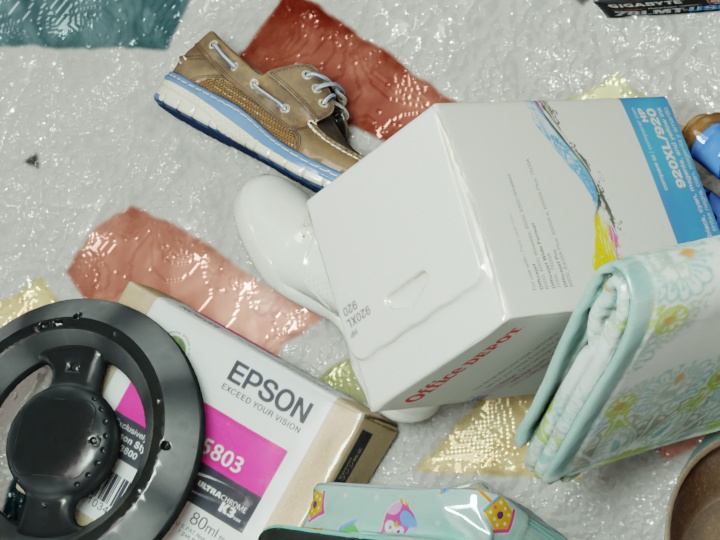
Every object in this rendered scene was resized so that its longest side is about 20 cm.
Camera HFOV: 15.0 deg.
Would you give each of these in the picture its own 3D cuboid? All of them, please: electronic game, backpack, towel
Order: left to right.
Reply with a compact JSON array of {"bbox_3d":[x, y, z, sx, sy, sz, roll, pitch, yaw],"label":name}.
[{"bbox_3d":[-0.194,0.114,1.793,0.199,0.042,0.201,-8,67,20],"label":"electronic game"},{"bbox_3d":[0.045,0.210,1.537,0.175,0.200,0.154,-4,52,40],"label":"backpack"},{"bbox_3d":[0.191,0.044,1.642,0.171,0.200,0.048,-16,60,-30],"label":"towel"}]

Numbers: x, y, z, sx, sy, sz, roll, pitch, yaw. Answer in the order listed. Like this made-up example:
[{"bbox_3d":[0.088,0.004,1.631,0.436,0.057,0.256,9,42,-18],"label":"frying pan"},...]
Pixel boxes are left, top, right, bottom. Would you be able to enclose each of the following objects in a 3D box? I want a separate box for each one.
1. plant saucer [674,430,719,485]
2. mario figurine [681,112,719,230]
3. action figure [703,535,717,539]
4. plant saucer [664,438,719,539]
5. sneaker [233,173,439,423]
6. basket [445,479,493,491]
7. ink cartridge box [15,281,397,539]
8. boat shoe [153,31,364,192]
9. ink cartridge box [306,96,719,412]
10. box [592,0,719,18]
[{"bbox_3d":[0.283,0.168,1.704,0.200,0.039,0.202,-4,78,18],"label":"plant saucer"},{"bbox_3d":[0.277,-0.010,1.737,0.200,0.106,0.124,44,138,30],"label":"mario figurine"},{"bbox_3d":[0.222,0.212,1.620,0.119,0.102,0.200,42,73,12],"label":"action figure"},{"bbox_3d":[0.251,0.188,1.568,0.037,0.200,0.201,-49,62,48],"label":"plant saucer"},{"bbox_3d":[0.000,0.000,1.798,0.200,0.075,0.089,49,139,13],"label":"sneaker"},{"bbox_3d":[0.015,0.221,1.695,0.199,0.123,0.136,-19,88,-7],"label":"basket"},{"bbox_3d":[-0.103,0.125,1.822,0.200,0.075,0.165,28,89,22],"label":"ink cartridge box"},{"bbox_3d":[-0.047,-0.104,1.852,0.200,0.072,0.073,29,87,21],"label":"boat shoe"},{"bbox_3d":[0.099,-0.012,1.693,0.147,0.200,0.145,-37,66,46],"label":"ink cartridge box"},{"bbox_3d":[0.253,-0.272,1.802,0.198,0.050,0.201,-1,78,17],"label":"box"}]
